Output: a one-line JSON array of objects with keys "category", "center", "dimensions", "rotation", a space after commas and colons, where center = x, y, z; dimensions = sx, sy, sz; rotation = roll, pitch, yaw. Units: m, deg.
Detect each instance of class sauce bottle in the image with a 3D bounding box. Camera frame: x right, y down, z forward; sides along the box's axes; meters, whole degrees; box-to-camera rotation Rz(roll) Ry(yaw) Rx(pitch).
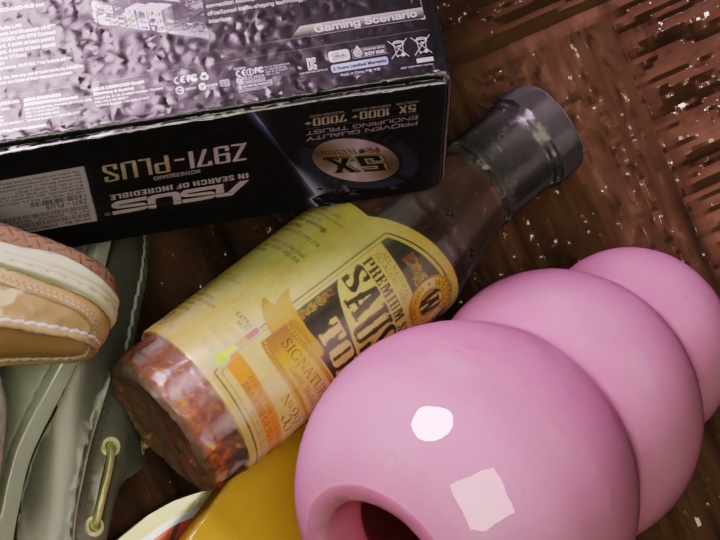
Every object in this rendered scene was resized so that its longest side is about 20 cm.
[{"category": "sauce bottle", "center": [0.000, 0.000, 0.891], "dimensions": [0.200, 0.066, 0.066], "rotation": [-39, 94, -19]}]

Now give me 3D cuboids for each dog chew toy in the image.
[{"category": "dog chew toy", "center": [0.067, 0.057, 0.873], "dimensions": [0.200, 0.124, 0.125], "rotation": [-36, 95, -42]}]

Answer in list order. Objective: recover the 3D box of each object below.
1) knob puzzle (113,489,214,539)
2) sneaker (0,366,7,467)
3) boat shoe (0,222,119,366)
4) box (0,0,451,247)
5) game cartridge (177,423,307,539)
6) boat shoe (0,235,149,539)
[{"category": "knob puzzle", "center": [-0.036, 0.170, 0.928], "dimensions": [0.219, 0.030, 0.220], "rotation": [0, 91, -4]}, {"category": "sneaker", "center": [-0.197, 0.099, 0.892], "dimensions": [0.200, 0.088, 0.075], "rotation": [-39, 114, 23]}, {"category": "boat shoe", "center": [-0.184, 0.020, 0.811], "dimensions": [0.199, 0.072, 0.076], "rotation": [6, 65, -5]}, {"category": "box", "center": [-0.079, -0.104, 0.861], "dimensions": [0.199, 0.086, 0.164], "rotation": [-10, 67, -4]}, {"category": "game cartridge", "center": [0.008, 0.164, 0.904], "dimensions": [0.200, 0.032, 0.176], "rotation": [38, 71, -5]}, {"category": "boat shoe", "center": [-0.115, 0.070, 0.903], "dimensions": [0.060, 0.072, 0.202], "rotation": [21, 79, -30]}]
